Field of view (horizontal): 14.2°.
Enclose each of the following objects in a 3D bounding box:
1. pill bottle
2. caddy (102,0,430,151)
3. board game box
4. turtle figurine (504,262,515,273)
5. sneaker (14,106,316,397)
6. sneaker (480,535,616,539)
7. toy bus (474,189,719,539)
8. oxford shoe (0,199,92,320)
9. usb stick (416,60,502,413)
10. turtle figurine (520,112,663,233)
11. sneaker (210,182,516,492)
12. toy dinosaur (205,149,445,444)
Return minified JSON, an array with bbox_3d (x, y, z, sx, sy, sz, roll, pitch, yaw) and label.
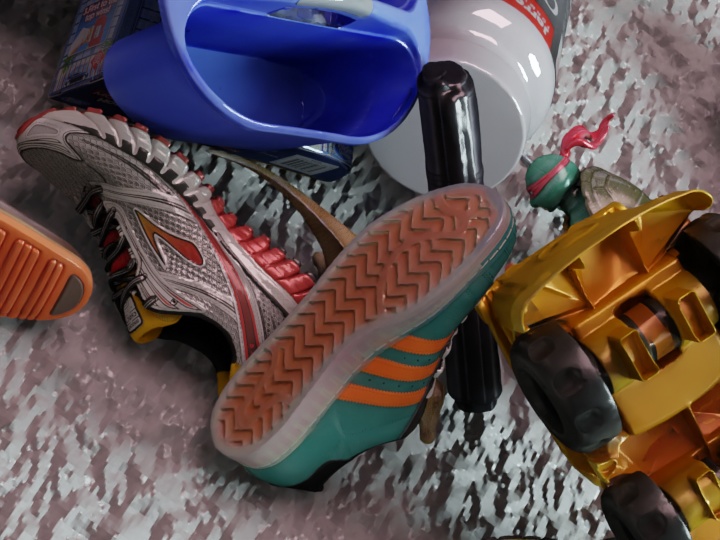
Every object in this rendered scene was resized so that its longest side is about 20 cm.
[{"bbox_3d":[0.063,-0.134,1.717,0.116,0.116,0.200,29,34,-10],"label":"pill bottle"},{"bbox_3d":[-0.046,-0.138,1.547,0.200,0.105,0.142,5,81,-46],"label":"caddy"},{"bbox_3d":[-0.071,-0.173,1.655,0.200,0.062,0.201,15,73,-36],"label":"board game box"},{"bbox_3d":[0.192,0.031,1.637,0.200,0.161,0.064,44,11,-11],"label":"turtle figurine"},{"bbox_3d":[-0.108,-0.010,1.543,0.200,0.078,0.082,41,68,-1],"label":"sneaker"},{"bbox_3d":[0.122,0.190,1.552,0.199,0.074,0.081,2,68,-31],"label":"sneaker"},{"bbox_3d":[0.148,0.064,1.544,0.136,0.192,0.200,-34,101,-14],"label":"toy bus"},{"bbox_3d":[-0.227,-0.041,1.505,0.200,0.071,0.073,28,37,-11],"label":"oxford shoe"},{"bbox_3d":[0.055,-0.019,1.602,0.032,0.201,0.055,-8,23,-4],"label":"usb stick"},{"bbox_3d":[0.146,-0.006,1.714,0.200,0.101,0.150,42,47,-7],"label":"turtle figurine"},{"bbox_3d":[0.014,0.038,1.517,0.080,0.200,0.071,36,16,-45],"label":"sneaker"},{"bbox_3d":[0.000,0.000,1.595,0.200,0.058,0.101,54,3,4],"label":"toy dinosaur"}]
